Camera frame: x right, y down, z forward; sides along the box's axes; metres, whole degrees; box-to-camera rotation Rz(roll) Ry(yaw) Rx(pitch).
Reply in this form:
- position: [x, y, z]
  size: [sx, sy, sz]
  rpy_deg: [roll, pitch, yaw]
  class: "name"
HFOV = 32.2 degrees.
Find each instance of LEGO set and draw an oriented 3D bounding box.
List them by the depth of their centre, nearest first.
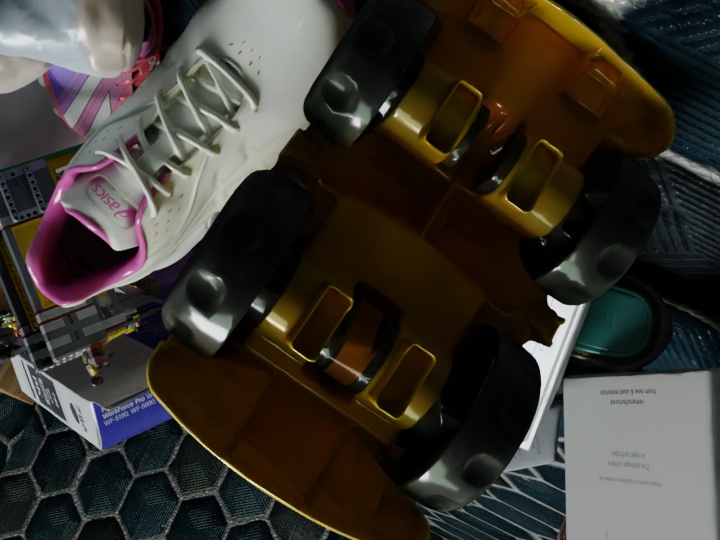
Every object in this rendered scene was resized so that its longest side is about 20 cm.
- position: [-0.144, 0.000, 0.699]
  size: [0.199, 0.153, 0.117]
  rpy_deg: [-23, 89, 55]
  class: "LEGO set"

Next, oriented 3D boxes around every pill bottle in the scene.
- position: [-0.227, -0.090, 0.800]
  size: [0.111, 0.112, 0.200]
  rpy_deg: [29, 166, -10]
  class: "pill bottle"

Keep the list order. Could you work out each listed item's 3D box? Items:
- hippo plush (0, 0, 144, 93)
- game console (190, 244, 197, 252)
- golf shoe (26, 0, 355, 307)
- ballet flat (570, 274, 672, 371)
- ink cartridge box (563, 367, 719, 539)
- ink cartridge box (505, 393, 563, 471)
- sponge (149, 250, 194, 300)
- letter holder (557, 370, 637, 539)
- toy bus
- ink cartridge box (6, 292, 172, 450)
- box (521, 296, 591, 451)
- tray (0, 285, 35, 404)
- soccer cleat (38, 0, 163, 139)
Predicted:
- position: [-0.187, -0.115, 0.459]
  size: [0.200, 0.161, 0.159]
  rpy_deg: [46, 141, -17]
  class: "hippo plush"
- position: [-0.064, 0.027, 0.837]
  size: [0.199, 0.031, 0.177]
  rpy_deg: [24, 165, 42]
  class: "game console"
- position: [-0.075, -0.052, 0.536]
  size: [0.075, 0.092, 0.200]
  rpy_deg: [42, 123, -1]
  class: "golf shoe"
- position: [0.083, 0.013, 0.713]
  size: [0.198, 0.069, 0.067]
  rpy_deg: [22, -173, 25]
  class: "ballet flat"
- position: [0.198, 0.151, 0.619]
  size: [0.145, 0.203, 0.144]
  rpy_deg: [1, 174, -18]
  class: "ink cartridge box"
- position: [0.077, 0.119, 0.870]
  size: [0.197, 0.044, 0.196]
  rpy_deg: [-8, 175, 2]
  class: "ink cartridge box"
- position: [-0.086, 0.035, 0.810]
  size: [0.111, 0.030, 0.200]
  rpy_deg: [43, 165, -14]
  class: "sponge"
- position: [0.243, 0.181, 0.856]
  size: [0.198, 0.143, 0.101]
  rpy_deg: [23, 166, 11]
  class: "letter holder"
- position: [0.013, -0.011, 0.520]
  size: [0.135, 0.201, 0.192]
  rpy_deg: [34, 179, -8]
  class: "toy bus"
- position: [-0.136, 0.058, 0.744]
  size: [0.199, 0.099, 0.040]
  rpy_deg: [13, 122, 60]
  class: "ink cartridge box"
- position: [0.020, -0.004, 0.645]
  size: [0.198, 0.060, 0.118]
  rpy_deg: [25, 125, 12]
  class: "box"
- position: [-0.214, -0.009, 0.886]
  size: [0.037, 0.202, 0.098]
  rpy_deg: [33, 164, -33]
  class: "tray"
- position: [-0.127, -0.114, 0.639]
  size: [0.076, 0.067, 0.200]
  rpy_deg: [18, 162, 15]
  class: "soccer cleat"
